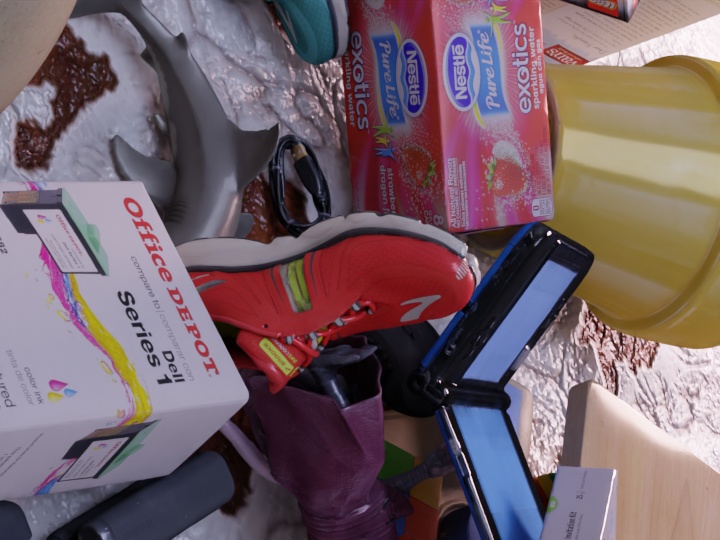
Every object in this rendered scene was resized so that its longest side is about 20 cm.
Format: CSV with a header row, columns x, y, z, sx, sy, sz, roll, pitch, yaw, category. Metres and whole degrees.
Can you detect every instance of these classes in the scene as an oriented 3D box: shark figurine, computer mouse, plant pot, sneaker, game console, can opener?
x,y,z,sx,sy,sz,roll,pitch,yaw,category
-0.091,-0.089,1.366,0.128,0.089,0.216,-9,83,-52,shark figurine
0.000,0.000,1.441,0.058,0.034,0.201,-23,77,-34,computer mouse
0.174,-0.058,1.596,0.188,0.201,0.202,11,65,-29,plant pot
-0.077,-0.208,1.459,0.080,0.077,0.200,-43,115,-19,sneaker
0.109,0.078,1.377,0.118,0.171,0.200,38,5,13,game console
-0.027,0.027,1.262,0.077,0.199,0.085,57,34,-39,sneaker
-0.146,0.130,1.230,0.200,0.053,0.067,-29,98,-52,can opener

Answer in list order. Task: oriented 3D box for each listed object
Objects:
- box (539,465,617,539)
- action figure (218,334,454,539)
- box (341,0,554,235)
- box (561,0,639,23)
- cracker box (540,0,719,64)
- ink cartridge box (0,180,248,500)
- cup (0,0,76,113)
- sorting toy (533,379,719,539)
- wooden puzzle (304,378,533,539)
x,y,z,sx,sy,sz,roll,pitch,yaw,category
0.117,0.224,1.320,0.200,0.041,0.157,-61,153,-65,box
-0.013,0.137,1.326,0.134,0.148,0.201,-82,161,-72,action figure
0.053,-0.126,1.491,0.095,0.099,0.202,-8,96,-38,box
0.090,-0.235,1.532,0.035,0.199,0.110,-62,160,-21,box
0.180,-0.216,1.647,0.134,0.199,0.058,24,57,-44,cracker box
-0.173,0.034,1.186,0.199,0.084,0.145,-3,59,-50,ink cartridge box
-0.220,-0.166,1.198,0.200,0.143,0.202,22,59,-43,cup
0.179,0.210,1.569,0.198,0.069,0.201,36,50,-35,sorting toy
0.050,0.122,1.473,0.200,0.046,0.186,34,51,-37,wooden puzzle
